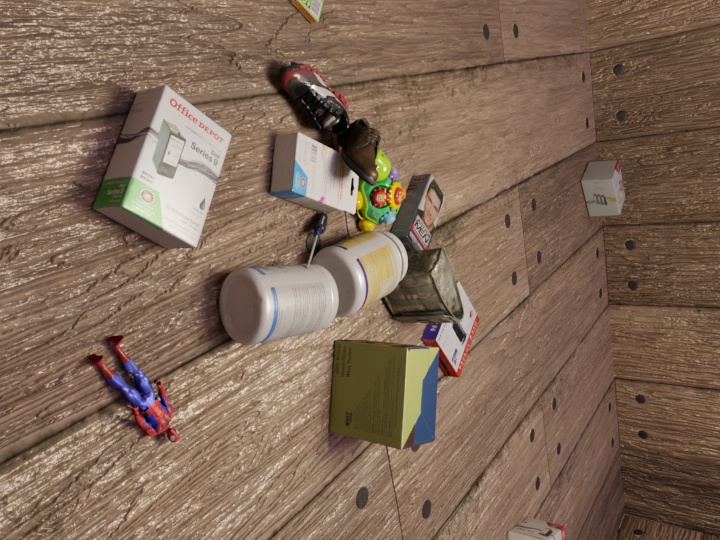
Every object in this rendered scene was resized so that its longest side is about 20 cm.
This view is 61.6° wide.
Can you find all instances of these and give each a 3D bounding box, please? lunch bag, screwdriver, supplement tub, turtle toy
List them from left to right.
[{"bbox_3d":[-0.147,0.058,1.107,0.197,0.129,0.136,-3,93,-52],"label":"supplement tub"},{"bbox_3d":[-0.091,-0.064,1.201,0.030,0.027,0.201,60,21,-22],"label":"screwdriver"},{"bbox_3d":[0.000,0.000,1.289,0.198,0.142,0.150,-25,110,-49],"label":"supplement tub"},{"bbox_3d":[0.041,-0.186,1.359,0.148,0.099,0.202,-65,145,-29],"label":"turtle toy"},{"bbox_3d":[0.151,0.059,1.472,0.203,0.160,0.119,61,41,-31],"label":"lunch bag"}]

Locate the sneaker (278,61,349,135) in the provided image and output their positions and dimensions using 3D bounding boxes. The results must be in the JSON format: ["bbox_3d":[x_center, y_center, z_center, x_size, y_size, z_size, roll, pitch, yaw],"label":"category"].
[{"bbox_3d":[-0.085,-0.337,1.211,0.199,0.070,0.100,27,37,-50],"label":"sneaker"}]

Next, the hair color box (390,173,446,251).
[{"bbox_3d":[0.149,-0.137,1.552,0.099,0.059,0.204,49,53,-41],"label":"hair color box"}]

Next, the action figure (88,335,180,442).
[{"bbox_3d":[-0.335,0.195,0.931,0.066,0.051,0.203,-55,133,-41],"label":"action figure"}]

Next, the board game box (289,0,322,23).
[{"bbox_3d":[-0.100,-0.627,1.245,0.095,0.029,0.206,30,70,-50],"label":"board game box"}]

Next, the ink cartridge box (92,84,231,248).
[{"bbox_3d":[-0.301,-0.157,0.938,0.145,0.082,0.206,33,64,-48],"label":"ink cartridge box"}]

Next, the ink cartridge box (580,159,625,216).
[{"bbox_3d":[1.105,-0.370,2.744,0.147,0.142,0.203,-56,132,-36],"label":"ink cartridge box"}]

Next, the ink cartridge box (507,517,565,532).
[{"bbox_3d":[0.616,0.945,2.111,0.198,0.144,0.086,6,85,-53],"label":"ink cartridge box"}]

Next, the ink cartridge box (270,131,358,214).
[{"bbox_3d":[-0.089,-0.189,1.231,0.198,0.066,0.119,15,77,-51],"label":"ink cartridge box"}]

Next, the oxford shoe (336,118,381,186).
[{"bbox_3d":[0.006,-0.250,1.232,0.072,0.084,0.203,30,29,-38],"label":"oxford shoe"}]

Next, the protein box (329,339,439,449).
[{"bbox_3d":[0.052,0.260,1.314,0.133,0.196,0.205,9,84,-51],"label":"protein box"}]

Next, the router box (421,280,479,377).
[{"bbox_3d":[0.259,0.165,1.709,0.181,0.048,0.203,54,51,-38],"label":"router box"}]
